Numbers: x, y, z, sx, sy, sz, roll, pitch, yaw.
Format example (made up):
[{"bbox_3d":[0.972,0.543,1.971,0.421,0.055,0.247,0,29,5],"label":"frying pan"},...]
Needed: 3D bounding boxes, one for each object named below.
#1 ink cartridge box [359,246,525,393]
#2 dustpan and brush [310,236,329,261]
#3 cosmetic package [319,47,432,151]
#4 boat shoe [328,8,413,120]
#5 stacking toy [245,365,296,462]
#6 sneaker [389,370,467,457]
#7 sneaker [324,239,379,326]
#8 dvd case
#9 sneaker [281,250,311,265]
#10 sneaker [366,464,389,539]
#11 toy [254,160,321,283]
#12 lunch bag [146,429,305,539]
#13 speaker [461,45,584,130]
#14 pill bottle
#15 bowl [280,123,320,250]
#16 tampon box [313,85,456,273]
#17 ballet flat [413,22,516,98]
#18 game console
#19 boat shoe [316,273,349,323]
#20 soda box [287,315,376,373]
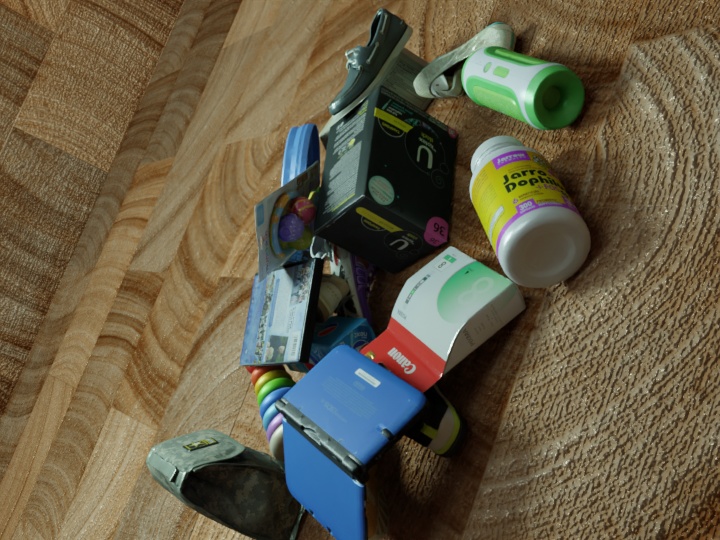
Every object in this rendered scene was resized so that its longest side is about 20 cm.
[{"bbox_3d":[0.080,0.065,1.165,0.200,0.050,0.161,-36,27,-9],"label":"ink cartridge box"},{"bbox_3d":[-0.048,-0.039,1.537,0.139,0.057,0.201,-18,52,54],"label":"dustpan and brush"},{"bbox_3d":[0.032,-0.261,1.544,0.200,0.103,0.073,-53,29,17],"label":"cosmetic package"},{"bbox_3d":[0.003,-0.305,1.412,0.200,0.062,0.073,-55,19,-22],"label":"boat shoe"},{"bbox_3d":[-0.124,0.183,1.407,0.085,0.085,0.200,-53,44,19],"label":"stacking toy"},{"bbox_3d":[0.058,0.158,1.167,0.072,0.083,0.200,-63,28,1],"label":"sneaker"},{"bbox_3d":[0.000,0.000,1.415,0.081,0.083,0.201,126,142,-59],"label":"sneaker"},{"bbox_3d":[-0.113,0.062,1.352,0.200,0.017,0.143,-12,66,59],"label":"dvd case"},{"bbox_3d":[-0.145,0.040,1.629,0.201,0.075,0.087,-62,22,2],"label":"sneaker"},{"bbox_3d":[-0.020,0.269,1.189,0.087,0.076,0.200,-22,28,5],"label":"sneaker"},{"bbox_3d":[-0.085,-0.071,1.363,0.200,0.047,0.116,-50,-36,-58],"label":"toy"},{"bbox_3d":[-0.192,0.296,1.352,0.164,0.199,0.118,6,72,61],"label":"lunch bag"},{"bbox_3d":[0.207,-0.239,1.246,0.089,0.088,0.200,-59,28,7],"label":"speaker"},{"bbox_3d":[0.189,-0.077,1.120,0.104,0.104,0.200,-50,31,24],"label":"pill bottle"},{"bbox_3d":[-0.095,-0.133,1.523,0.201,0.039,0.202,4,-90,-86],"label":"bowl"},{"bbox_3d":[0.038,-0.128,1.370,0.126,0.149,0.201,-32,41,46],"label":"tampon box"},{"bbox_3d":[0.149,-0.295,1.418,0.200,0.067,0.063,-31,51,46],"label":"ballet flat"},{"bbox_3d":[-0.009,0.207,1.124,0.171,0.119,0.200,-42,32,-14],"label":"game console"},{"bbox_3d":[-0.076,0.031,1.411,0.065,0.072,0.200,-41,17,-17],"label":"boat shoe"},{"bbox_3d":[-0.050,0.109,1.387,0.068,0.064,0.200,-37,17,-25],"label":"soda box"}]
